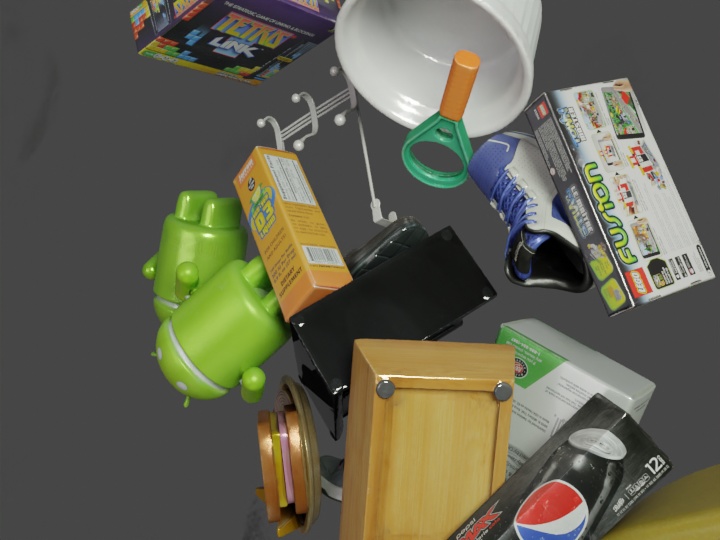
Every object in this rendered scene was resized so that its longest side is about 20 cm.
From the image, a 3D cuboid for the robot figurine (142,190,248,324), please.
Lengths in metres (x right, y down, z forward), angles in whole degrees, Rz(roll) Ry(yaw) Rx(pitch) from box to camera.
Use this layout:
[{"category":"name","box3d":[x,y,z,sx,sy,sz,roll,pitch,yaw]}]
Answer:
[{"category":"robot figurine","box3d":[-0.214,-0.001,1.024,0.172,0.115,0.205,15,102,22]}]

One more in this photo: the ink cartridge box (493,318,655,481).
[{"category":"ink cartridge box","box3d":[0.179,0.173,0.762,0.145,0.082,0.204,29,109,32]}]

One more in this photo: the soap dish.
[{"category":"soap dish","box3d":[0.064,0.169,0.703,0.153,0.081,0.206,3,98,-7]}]

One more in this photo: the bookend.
[{"category":"bookend","box3d":[0.030,0.077,0.848,0.093,0.196,0.201,56,165,20]}]

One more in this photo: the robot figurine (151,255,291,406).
[{"category":"robot figurine","box3d":[-0.159,0.070,0.915,0.199,0.115,0.177,-39,78,10]}]

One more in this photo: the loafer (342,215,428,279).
[{"category":"loafer","box3d":[0.000,0.000,0.894,0.200,0.072,0.073,-44,43,28]}]

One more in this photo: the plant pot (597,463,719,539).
[{"category":"plant pot","box3d":[0.288,0.273,0.631,0.198,0.193,0.199,-25,78,41]}]

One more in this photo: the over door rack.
[{"category":"over door rack","box3d":[-0.050,-0.123,0.927,0.146,0.066,0.205,-23,79,36]}]

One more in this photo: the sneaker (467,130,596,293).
[{"category":"sneaker","box3d":[0.167,-0.051,0.731,0.200,0.114,0.081,48,134,25]}]

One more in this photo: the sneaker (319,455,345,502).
[{"category":"sneaker","box3d":[0.021,0.212,0.884,0.197,0.083,0.124,9,91,43]}]

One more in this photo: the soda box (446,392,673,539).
[{"category":"soda box","box3d":[0.158,0.200,0.640,0.063,0.071,0.200,44,92,-6]}]

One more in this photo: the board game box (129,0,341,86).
[{"category":"board game box","box3d":[-0.140,-0.294,0.903,0.163,0.198,0.058,-21,79,35]}]

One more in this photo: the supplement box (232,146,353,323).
[{"category":"supplement box","box3d":[-0.077,-0.042,0.856,0.067,0.068,0.203,-48,52,34]}]

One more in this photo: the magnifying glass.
[{"category":"magnifying glass","box3d":[0.087,-0.144,0.771,0.078,0.201,0.023,21,63,5]}]

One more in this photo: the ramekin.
[{"category":"ramekin","box3d":[0.081,-0.233,0.747,0.197,0.201,0.099,2,57,36]}]

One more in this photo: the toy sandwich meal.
[{"category":"toy sandwich meal","box3d":[-0.096,0.225,0.920,0.205,0.068,0.211,175,90,-74]}]

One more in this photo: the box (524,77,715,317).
[{"category":"box","box3d":[0.233,-0.071,0.693,0.035,0.108,0.204,-40,67,61]}]
